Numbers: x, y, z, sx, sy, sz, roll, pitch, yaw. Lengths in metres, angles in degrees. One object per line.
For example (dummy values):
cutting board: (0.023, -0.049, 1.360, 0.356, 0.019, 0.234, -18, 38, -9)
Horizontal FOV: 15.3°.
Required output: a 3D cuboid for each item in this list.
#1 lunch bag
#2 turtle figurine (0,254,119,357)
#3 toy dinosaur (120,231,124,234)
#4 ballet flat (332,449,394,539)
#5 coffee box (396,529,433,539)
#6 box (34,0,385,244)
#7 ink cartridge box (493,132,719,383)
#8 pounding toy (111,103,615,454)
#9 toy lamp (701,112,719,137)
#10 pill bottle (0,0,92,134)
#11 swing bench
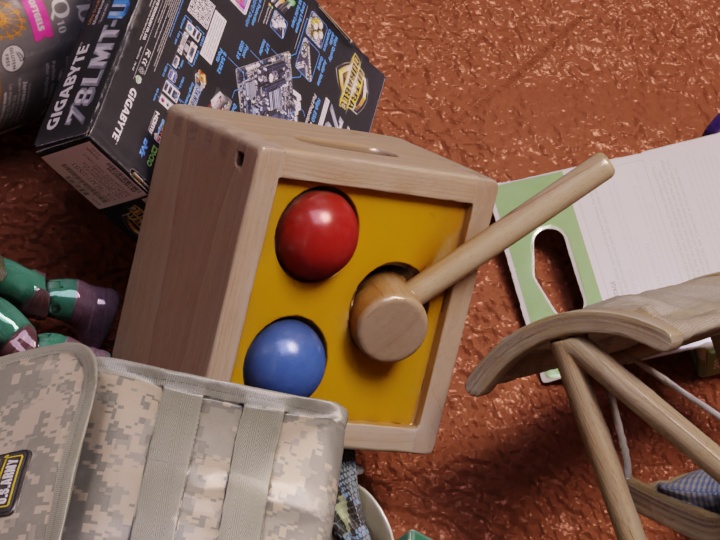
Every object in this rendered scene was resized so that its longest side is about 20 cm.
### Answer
lunch bag: (-0.117, 0.128, 1.189, 0.199, 0.118, 0.164, 12, 48, -3)
turtle figurine: (-0.231, 0.013, 1.444, 0.199, 0.101, 0.150, 22, 47, -11)
toy dinosaur: (-0.094, -0.069, 1.575, 0.200, 0.060, 0.107, 14, 80, -52)
ballet flat: (-0.001, 0.167, 1.424, 0.074, 0.074, 0.201, -4, 56, -24)
coffee box: (0.085, 0.227, 1.372, 0.200, 0.044, 0.123, 30, 42, -29)
box: (-0.079, -0.091, 1.528, 0.199, 0.050, 0.201, 45, 48, -37)
ink cartridge box: (0.191, -0.005, 1.649, 0.199, 0.048, 0.146, -14, 62, -2)
pounding toy: (0.000, 0.000, 1.437, 0.199, 0.185, 0.142, 7, 12, -35)
toy lamp: (0.298, -0.024, 1.710, 0.058, 0.058, 0.200, -19, 60, -33)
pill bottle: (-0.184, -0.151, 1.582, 0.200, 0.117, 0.116, -24, 64, -35)
swing bench: (0.196, 0.087, 1.462, 0.200, 0.130, 0.199, 56, 31, 13)
